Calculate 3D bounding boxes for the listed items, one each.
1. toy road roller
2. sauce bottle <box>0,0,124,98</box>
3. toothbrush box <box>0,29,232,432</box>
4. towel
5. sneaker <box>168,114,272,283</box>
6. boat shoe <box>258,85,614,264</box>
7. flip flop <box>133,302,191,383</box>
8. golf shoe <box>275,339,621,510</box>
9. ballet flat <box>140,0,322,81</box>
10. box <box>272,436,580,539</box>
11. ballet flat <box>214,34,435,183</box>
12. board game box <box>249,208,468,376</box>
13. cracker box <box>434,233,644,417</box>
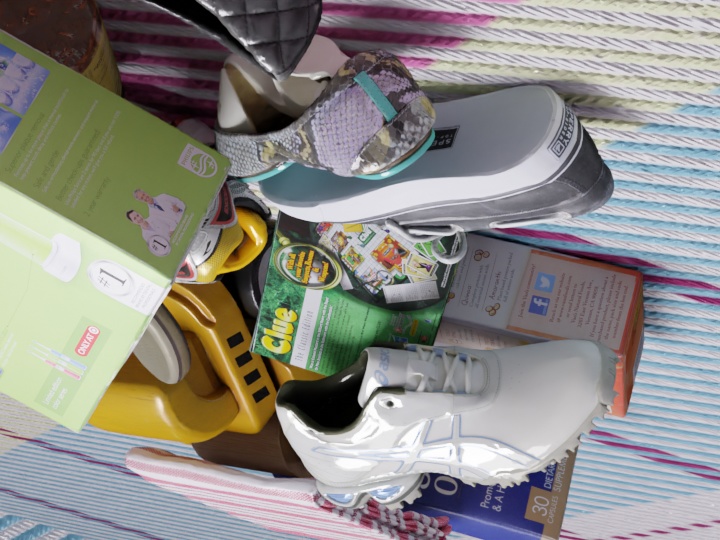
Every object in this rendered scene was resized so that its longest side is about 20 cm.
[{"bbox_3d":[-0.101,0.069,1.677,0.123,0.146,0.200,6,133,36],"label":"toy road roller"},{"bbox_3d":[-0.154,-0.093,1.359,0.066,0.066,0.200,15,165,3],"label":"sauce bottle"},{"bbox_3d":[-0.183,-0.033,1.264,0.200,0.086,0.146,28,140,-6],"label":"toothbrush box"},{"bbox_3d":[-0.043,0.146,1.724,0.146,0.030,0.200,6,167,29],"label":"towel"},{"bbox_3d":[-0.090,-0.027,1.410,0.082,0.078,0.200,36,-170,0],"label":"sneaker"},{"bbox_3d":[0.037,-0.046,1.320,0.199,0.074,0.068,-9,139,39],"label":"boat shoe"},{"bbox_3d":[-0.165,0.005,1.420,0.081,0.058,0.200,31,171,44],"label":"flip flop"},{"bbox_3d":[0.044,0.074,1.496,0.200,0.078,0.097,-20,135,24],"label":"golf shoe"},{"bbox_3d":[-0.114,-0.135,1.166,0.199,0.057,0.066,15,165,1],"label":"ballet flat"},{"bbox_3d":[0.048,0.114,1.829,0.199,0.121,0.032,15,147,1],"label":"box"},{"bbox_3d":[-0.030,-0.083,1.283,0.072,0.072,0.200,22,173,-25],"label":"ballet flat"},{"bbox_3d":[0.000,0.000,1.491,0.104,0.024,0.200,16,144,1],"label":"board game box"},{"bbox_3d":[0.066,0.023,1.591,0.199,0.058,0.134,12,164,10],"label":"cracker box"}]
